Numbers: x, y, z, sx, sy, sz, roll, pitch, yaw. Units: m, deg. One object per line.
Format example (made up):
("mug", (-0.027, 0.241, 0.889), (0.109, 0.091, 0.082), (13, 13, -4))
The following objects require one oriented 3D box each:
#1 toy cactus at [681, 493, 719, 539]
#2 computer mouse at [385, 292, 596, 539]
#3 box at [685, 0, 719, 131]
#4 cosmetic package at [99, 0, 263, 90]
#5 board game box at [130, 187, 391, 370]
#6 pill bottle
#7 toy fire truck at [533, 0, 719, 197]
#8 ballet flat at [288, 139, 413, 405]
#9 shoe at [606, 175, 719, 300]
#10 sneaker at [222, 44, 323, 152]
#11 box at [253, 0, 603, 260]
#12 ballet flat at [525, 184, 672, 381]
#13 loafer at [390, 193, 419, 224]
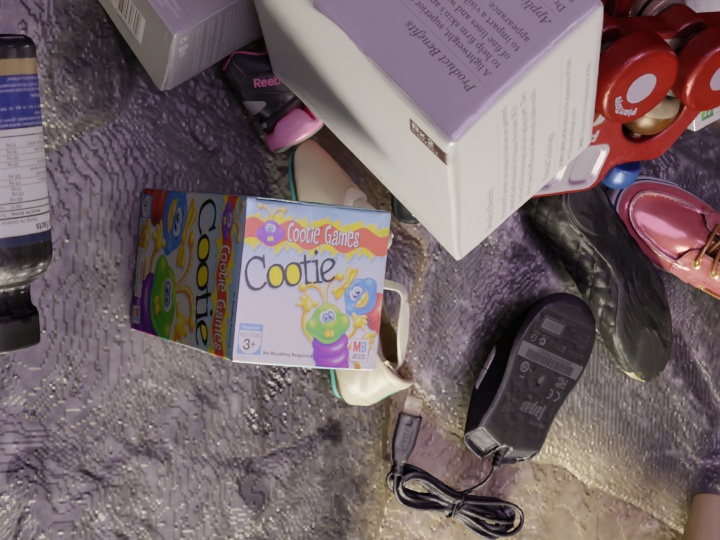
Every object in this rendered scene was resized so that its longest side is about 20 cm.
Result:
("toy cactus", (0.273, 0.267, 1.511), (0.199, 0.102, 0.166), (21, 66, -23))
("computer mouse", (0.091, 0.098, 1.425), (0.139, 0.046, 0.202), (17, 98, -30))
("box", (0.300, -0.227, 1.470), (0.143, 0.036, 0.202), (-25, 125, -24))
("cosmetic package", (-0.079, -0.225, 1.277), (0.199, 0.090, 0.107), (-31, 76, -22))
("board game box", (-0.071, 0.003, 1.251), (0.104, 0.200, 0.104), (5, 91, -25))
("pill bottle", (-0.257, -0.049, 1.206), (0.111, 0.112, 0.202), (-6, 97, -25))
("toy fire truck", (0.182, -0.128, 1.353), (0.199, 0.112, 0.169), (-9, 137, -36))
("ballet flat", (0.000, 0.000, 1.357), (0.069, 0.069, 0.202), (-19, 106, -23))
("shoe", (0.289, -0.015, 1.484), (0.199, 0.091, 0.072), (29, 81, -25))
("sneaker", (-0.020, -0.181, 1.340), (0.095, 0.079, 0.200), (45, 72, -6))
("box", (0.040, -0.146, 1.189), (0.131, 0.200, 0.199), (-40, 72, -10))
("ballet flat", (0.192, 0.002, 1.470), (0.066, 0.057, 0.201), (-40, 116, -25))
("loafer", (0.072, -0.125, 1.361), (0.070, 0.068, 0.202), (18, 104, 4))
